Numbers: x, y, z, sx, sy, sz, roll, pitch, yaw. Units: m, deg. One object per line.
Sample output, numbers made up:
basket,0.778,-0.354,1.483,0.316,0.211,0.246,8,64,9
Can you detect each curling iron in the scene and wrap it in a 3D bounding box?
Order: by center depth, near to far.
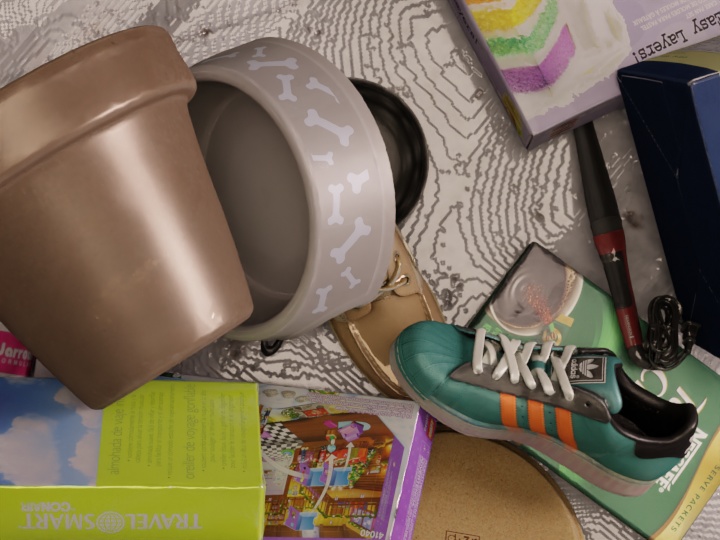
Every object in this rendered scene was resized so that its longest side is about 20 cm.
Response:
curling iron,0.176,-0.022,1.078,0.049,0.026,0.200,-9,66,-20

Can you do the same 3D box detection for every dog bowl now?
dog bowl,-0.070,-0.046,1.018,0.059,0.200,0.201,-18,85,-45

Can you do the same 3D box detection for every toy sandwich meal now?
toy sandwich meal,0.053,0.199,1.059,0.205,0.070,0.206,7,60,-12

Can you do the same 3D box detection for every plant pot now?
plant pot,-0.155,-0.019,0.938,0.200,0.200,0.175,-32,92,-2

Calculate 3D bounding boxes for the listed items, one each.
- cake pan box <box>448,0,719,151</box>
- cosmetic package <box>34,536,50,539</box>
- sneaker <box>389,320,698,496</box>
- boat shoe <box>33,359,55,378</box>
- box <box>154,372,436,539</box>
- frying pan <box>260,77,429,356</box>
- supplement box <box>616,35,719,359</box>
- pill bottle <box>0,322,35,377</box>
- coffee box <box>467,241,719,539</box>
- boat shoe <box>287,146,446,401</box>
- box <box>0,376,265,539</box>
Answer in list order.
cake pan box,0.161,-0.205,1.092,0.200,0.052,0.185,-24,84,-4
cosmetic package,-0.212,0.220,0.999,0.200,0.102,0.074,-36,88,31
sneaker,0.119,0.071,1.002,0.200,0.080,0.071,23,45,-12
boat shoe,-0.167,0.046,1.052,0.072,0.066,0.201,8,89,21
box,-0.061,0.143,1.026,0.200,0.039,0.137,5,69,24
frying pan,-0.010,-0.037,1.095,0.115,0.031,0.191,0,89,1
supplement box,0.299,-0.062,1.019,0.199,0.134,0.200,-19,103,-6
pill bottle,-0.273,0.069,1.044,0.113,0.113,0.201,12,87,0
coffee box,0.162,0.085,1.083,0.200,0.044,0.123,38,87,2
boat shoe,0.000,0.000,1.045,0.071,0.065,0.200,-29,85,0
box,-0.159,0.110,0.949,0.199,0.122,0.048,2,117,-7
